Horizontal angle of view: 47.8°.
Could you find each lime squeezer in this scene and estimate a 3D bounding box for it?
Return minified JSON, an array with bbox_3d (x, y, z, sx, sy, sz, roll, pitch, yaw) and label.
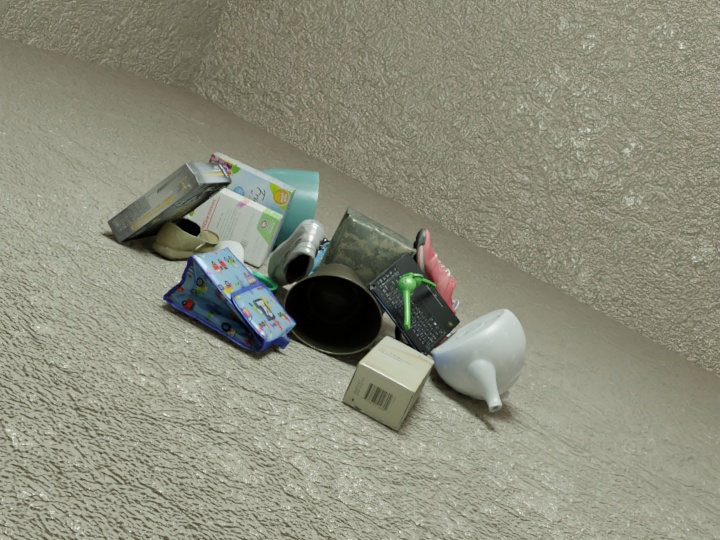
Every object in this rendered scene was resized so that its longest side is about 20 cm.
[{"bbox_3d":[0.103,0.035,1.507,0.071,0.038,0.200,50,28,-5],"label":"lime squeezer"}]

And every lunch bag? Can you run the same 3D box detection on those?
[{"bbox_3d":[0.000,0.000,1.677,0.162,0.202,0.118,26,12,-9],"label":"lunch bag"},{"bbox_3d":[-0.200,0.064,1.342,0.199,0.095,0.150,39,13,5],"label":"lunch bag"}]

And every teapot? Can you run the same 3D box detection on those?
[{"bbox_3d":[0.242,0.177,1.552,0.148,0.199,0.197,59,-29,-2],"label":"teapot"}]

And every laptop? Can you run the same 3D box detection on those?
[{"bbox_3d":[0.104,0.067,1.522,0.199,0.103,0.178,-38,91,-36],"label":"laptop"}]

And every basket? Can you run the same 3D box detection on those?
[{"bbox_3d":[-0.050,0.059,1.509,0.177,0.138,0.200,17,9,-5],"label":"basket"}]

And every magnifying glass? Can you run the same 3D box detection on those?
[{"bbox_3d":[-0.197,0.039,1.550,0.078,0.023,0.200,23,14,-10],"label":"magnifying glass"}]

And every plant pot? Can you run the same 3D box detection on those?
[{"bbox_3d":[-0.197,-0.149,1.936,0.158,0.204,0.201,10,16,-12],"label":"plant pot"}]

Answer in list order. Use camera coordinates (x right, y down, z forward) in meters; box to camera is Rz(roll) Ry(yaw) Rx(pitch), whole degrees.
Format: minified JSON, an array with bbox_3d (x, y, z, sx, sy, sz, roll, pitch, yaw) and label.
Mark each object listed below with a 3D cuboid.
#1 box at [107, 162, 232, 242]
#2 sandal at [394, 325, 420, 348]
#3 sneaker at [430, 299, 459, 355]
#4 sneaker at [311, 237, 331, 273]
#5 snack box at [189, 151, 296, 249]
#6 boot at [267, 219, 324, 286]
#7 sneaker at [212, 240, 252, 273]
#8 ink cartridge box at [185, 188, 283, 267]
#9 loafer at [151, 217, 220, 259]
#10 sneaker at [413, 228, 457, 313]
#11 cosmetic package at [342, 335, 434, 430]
[{"bbox_3d":[-0.356,-0.131,1.536,0.049,0.198,0.158,57,15,0],"label":"box"},{"bbox_3d":[0.095,0.132,1.654,0.053,0.083,0.200,3,20,4],"label":"sandal"},{"bbox_3d":[0.182,0.119,1.736,0.070,0.114,0.200,17,15,-27],"label":"sneaker"},{"bbox_3d":[-0.111,-0.038,1.861,0.078,0.091,0.200,28,14,16],"label":"sneaker"},{"bbox_3d":[-0.266,-0.145,1.816,0.197,0.171,0.068,23,14,-2],"label":"snack box"},{"bbox_3d":[-0.138,-0.009,1.590,0.073,0.200,0.096,27,46,-11],"label":"boot"},{"bbox_3d":[-0.259,-0.012,1.525,0.079,0.071,0.200,15,16,-25],"label":"sneaker"},{"bbox_3d":[-0.279,-0.104,1.742,0.197,0.119,0.067,25,12,-2],"label":"ink cartridge box"},{"bbox_3d":[-0.330,-0.064,1.598,0.075,0.068,0.200,29,14,13],"label":"loafer"},{"bbox_3d":[0.156,0.010,1.688,0.085,0.204,0.074,-7,11,-2],"label":"sneaker"},{"bbox_3d":[0.050,0.180,1.337,0.102,0.074,0.200,26,14,8],"label":"cosmetic package"}]
